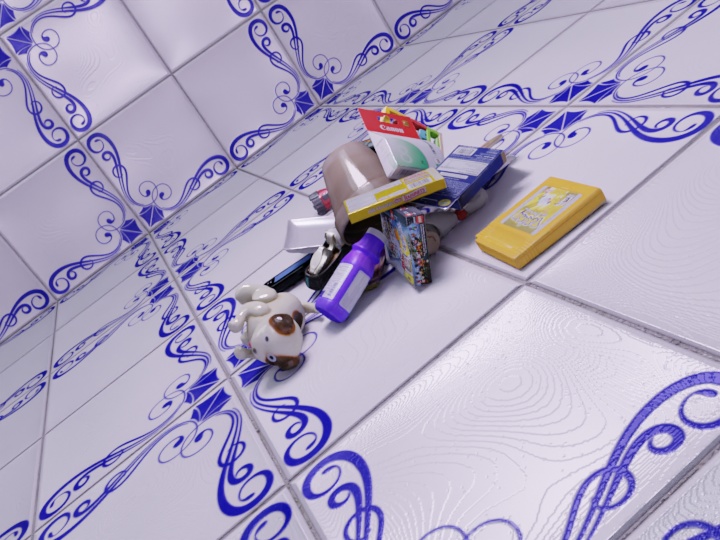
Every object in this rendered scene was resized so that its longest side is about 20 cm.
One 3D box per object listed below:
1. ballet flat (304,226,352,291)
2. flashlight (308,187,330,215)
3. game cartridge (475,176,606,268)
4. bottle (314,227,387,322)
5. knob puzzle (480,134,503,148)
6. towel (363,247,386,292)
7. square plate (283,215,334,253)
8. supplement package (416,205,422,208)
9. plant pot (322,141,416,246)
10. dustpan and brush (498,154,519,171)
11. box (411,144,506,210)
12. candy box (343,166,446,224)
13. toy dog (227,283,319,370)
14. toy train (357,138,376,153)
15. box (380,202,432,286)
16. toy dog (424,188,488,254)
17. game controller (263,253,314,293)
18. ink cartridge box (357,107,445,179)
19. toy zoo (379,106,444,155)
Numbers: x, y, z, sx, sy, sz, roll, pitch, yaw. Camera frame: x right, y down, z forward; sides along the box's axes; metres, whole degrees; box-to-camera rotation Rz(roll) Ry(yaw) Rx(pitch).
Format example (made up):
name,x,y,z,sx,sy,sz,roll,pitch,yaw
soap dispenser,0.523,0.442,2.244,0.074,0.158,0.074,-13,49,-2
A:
name,x,y,z,sx,sy,sz,roll,pitch,yaw
ballet flat,-0.064,-0.046,1.730,0.067,0.069,0.201,16,65,28
flashlight,-0.051,-0.235,2.186,0.198,0.068,0.068,-30,44,1
game cartridge,0.316,-0.092,1.378,0.199,0.033,0.176,-36,21,-6
bottle,-0.015,0.008,1.545,0.201,0.065,0.083,-58,22,-14
knob puzzle,0.238,-0.230,1.757,0.219,0.031,0.220,-39,4,3
towel,0.000,0.000,1.664,0.142,0.023,0.201,-26,22,24
square plate,-0.086,-0.087,1.873,0.195,0.029,0.201,-5,24,0
supplement package,0.092,-0.221,1.869,0.109,0.114,0.201,-27,22,16
plant pot,0.004,-0.183,1.697,0.198,0.175,0.201,-26,-25,-13
dustpan and brush,0.232,-0.201,1.643,0.199,0.058,0.140,-36,1,-2
box,0.191,-0.181,1.542,0.120,0.033,0.200,17,51,44
candy box,0.066,-0.149,1.502,0.198,0.027,0.102,-21,19,1
toy dog,-0.170,0.126,1.534,0.191,0.142,0.200,1,17,-10
toy train,0.032,-0.279,1.817,0.198,0.086,0.114,-8,23,46
box,0.086,-0.065,1.512,0.037,0.139,0.200,-12,19,-11
toy dog,0.163,-0.123,1.579,0.200,0.097,0.131,-46,24,-27
game controller,-0.161,0.000,1.875,0.199,0.042,0.104,-33,21,3
ink cartridge box,0.096,-0.282,1.660,0.159,0.202,0.050,2,-32,-38
toy zoo,0.111,-0.296,1.745,0.020,0.198,0.133,-37,43,43
